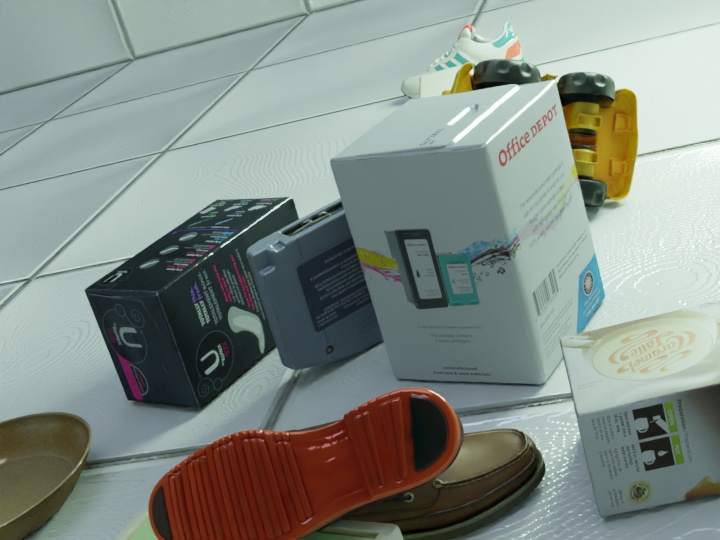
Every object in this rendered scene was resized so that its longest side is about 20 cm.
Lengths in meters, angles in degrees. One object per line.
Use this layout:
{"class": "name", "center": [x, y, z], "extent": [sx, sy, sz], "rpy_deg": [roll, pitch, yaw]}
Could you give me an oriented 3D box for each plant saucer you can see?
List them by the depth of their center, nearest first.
{"class": "plant saucer", "center": [-0.312, 0.187, 0.962], "extent": [0.198, 0.036, 0.201], "rpy_deg": [-16, 21, 6]}

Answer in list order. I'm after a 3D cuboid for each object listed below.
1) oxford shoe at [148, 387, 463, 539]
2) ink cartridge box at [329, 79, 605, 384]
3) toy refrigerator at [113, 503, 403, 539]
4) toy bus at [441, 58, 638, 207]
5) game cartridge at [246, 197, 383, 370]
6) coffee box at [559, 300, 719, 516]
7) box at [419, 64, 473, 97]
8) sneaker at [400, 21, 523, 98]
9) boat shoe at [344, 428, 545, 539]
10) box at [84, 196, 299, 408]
{"class": "oxford shoe", "center": [-0.030, 0.128, 0.701], "extent": [0.198, 0.072, 0.073], "rpy_deg": [-16, -17, 9]}
{"class": "ink cartridge box", "center": [0.093, -0.032, 0.952], "extent": [0.145, 0.202, 0.147], "rpy_deg": [-2, 26, 35]}
{"class": "toy refrigerator", "center": [-0.069, 0.194, 0.711], "extent": [0.198, 0.071, 0.076], "rpy_deg": [-2, 26, 33]}
{"class": "toy bus", "center": [0.172, -0.134, 1.235], "extent": [0.197, 0.138, 0.192], "rpy_deg": [6, -3, -9]}
{"class": "game cartridge", "center": [0.000, 0.000, 1.037], "extent": [0.199, 0.134, 0.041], "rpy_deg": [-28, 24, -25]}
{"class": "coffee box", "center": [0.236, 0.077, 0.741], "extent": [0.198, 0.081, 0.115], "rpy_deg": [-14, 21, 10]}
{"class": "box", "center": [0.122, -0.215, 1.556], "extent": [0.081, 0.069, 0.200], "rpy_deg": [-13, 21, 10]}
{"class": "sneaker", "center": [0.150, -0.323, 1.759], "extent": [0.198, 0.094, 0.070], "rpy_deg": [-9, 22, 20]}
{"class": "boat shoe", "center": [0.025, 0.139, 0.769], "extent": [0.198, 0.069, 0.072], "rpy_deg": [-19, 20, -5]}
{"class": "box", "center": [-0.143, 0.025, 1.104], "extent": [0.105, 0.123, 0.200], "rpy_deg": [1, 27, 37]}
